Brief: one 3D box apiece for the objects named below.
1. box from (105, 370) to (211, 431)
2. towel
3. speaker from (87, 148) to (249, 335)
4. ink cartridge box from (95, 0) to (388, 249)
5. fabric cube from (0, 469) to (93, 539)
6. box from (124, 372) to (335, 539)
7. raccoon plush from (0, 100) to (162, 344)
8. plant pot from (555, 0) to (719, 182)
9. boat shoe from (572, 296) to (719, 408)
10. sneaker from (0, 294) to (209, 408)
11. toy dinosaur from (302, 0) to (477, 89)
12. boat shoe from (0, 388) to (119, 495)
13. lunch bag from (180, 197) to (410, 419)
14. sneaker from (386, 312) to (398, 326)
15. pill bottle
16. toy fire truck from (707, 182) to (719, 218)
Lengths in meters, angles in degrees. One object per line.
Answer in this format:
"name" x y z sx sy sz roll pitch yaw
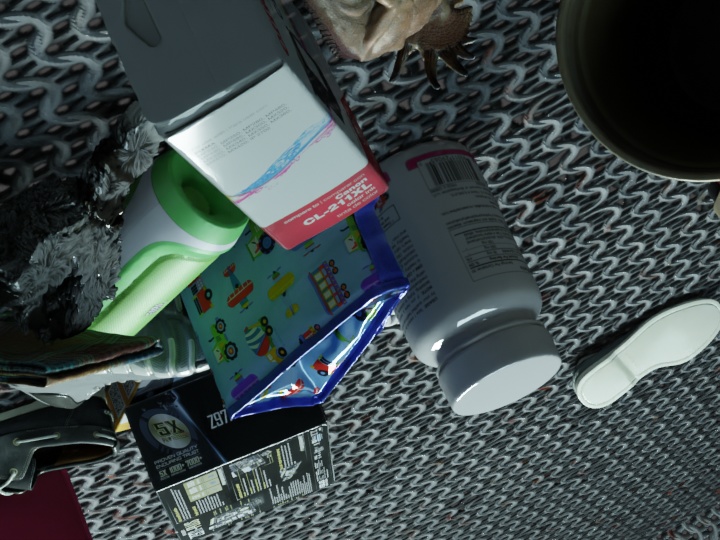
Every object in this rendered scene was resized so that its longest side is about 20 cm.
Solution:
"box" -0.146 0.072 1.466 0.119 0.042 0.200 -12 156 -28
"towel" -0.257 0.051 1.152 0.199 0.022 0.147 4 -171 24
"speaker" -0.167 -0.005 1.218 0.088 0.089 0.200 3 145 -48
"ink cartridge box" -0.072 -0.118 0.986 0.083 0.146 0.200 -29 157 7
"fabric cube" -0.374 0.328 1.593 0.199 0.197 0.200 -7 151 -39
"box" -0.115 0.162 1.534 0.163 0.086 0.200 -22 159 -7
"raccoon plush" -0.221 -0.040 1.138 0.200 0.134 0.097 -53 145 -15
"plant pot" 0.260 -0.165 1.195 0.200 0.200 0.173 -34 171 22
"boat shoe" 0.337 0.088 1.983 0.200 0.073 0.062 -34 -160 5
"sneaker" -0.197 0.068 1.356 0.199 0.075 0.116 -3 158 -8
"toy dinosaur" 0.019 -0.164 1.019 0.200 0.086 0.136 -23 149 -40
"boat shoe" -0.312 0.164 1.466 0.199 0.068 0.072 -18 158 -12
"lunch bag" -0.047 -0.006 1.249 0.094 0.151 0.200 -6 151 -38
"sneaker" 0.000 0.000 1.422 0.200 0.075 0.081 -5 139 -43
"pill bottle" 0.076 0.007 1.336 0.113 0.200 0.113 -20 157 -9
"toy fire truck" 0.452 -0.108 1.590 0.176 0.129 0.200 -15 144 -21
